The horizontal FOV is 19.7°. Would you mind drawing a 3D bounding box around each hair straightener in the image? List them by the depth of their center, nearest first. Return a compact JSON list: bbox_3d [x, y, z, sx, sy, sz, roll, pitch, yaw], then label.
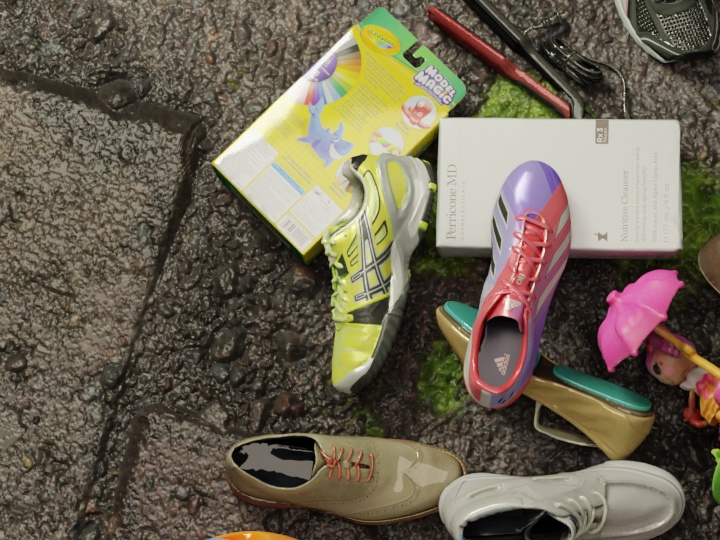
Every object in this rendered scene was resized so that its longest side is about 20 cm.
[{"bbox_3d":[0.155,-0.188,1.758,0.200,0.041,0.077,37,83,10],"label":"hair straightener"}]

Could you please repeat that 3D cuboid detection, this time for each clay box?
[{"bbox_3d":[-0.015,-0.115,1.749,0.200,0.048,0.115,-44,79,-7],"label":"clay box"}]

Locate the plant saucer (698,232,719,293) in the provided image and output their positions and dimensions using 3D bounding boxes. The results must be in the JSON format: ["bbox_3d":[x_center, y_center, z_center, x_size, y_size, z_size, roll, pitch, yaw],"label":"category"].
[{"bbox_3d":[0.367,0.004,1.631,0.200,0.200,0.032,18,117,7],"label":"plant saucer"}]

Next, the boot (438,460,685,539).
[{"bbox_3d":[0.165,0.198,1.629,0.199,0.096,0.074,-4,102,-3],"label":"boot"}]

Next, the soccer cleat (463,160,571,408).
[{"bbox_3d":[0.124,0.010,1.623,0.066,0.076,0.201,14,85,4],"label":"soccer cleat"}]

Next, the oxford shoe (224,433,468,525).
[{"bbox_3d":[-0.013,0.166,1.672,0.199,0.075,0.071,-1,75,2],"label":"oxford shoe"}]

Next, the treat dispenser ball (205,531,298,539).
[{"bbox_3d":[-0.084,0.300,1.582,0.200,0.201,0.202,-1,77,3],"label":"treat dispenser ball"}]

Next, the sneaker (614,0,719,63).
[{"bbox_3d":[0.243,-0.270,1.747,0.080,0.086,0.201,-24,78,0],"label":"sneaker"}]

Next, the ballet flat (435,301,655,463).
[{"bbox_3d":[0.141,0.096,1.687,0.200,0.069,0.063,28,110,12],"label":"ballet flat"}]

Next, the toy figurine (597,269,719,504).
[{"bbox_3d":[0.274,0.081,1.644,0.150,0.200,0.184,-47,59,-3],"label":"toy figurine"}]

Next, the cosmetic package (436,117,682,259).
[{"bbox_3d":[0.162,-0.067,1.705,0.199,0.081,0.113,-1,85,2],"label":"cosmetic package"}]

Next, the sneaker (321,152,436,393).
[{"bbox_3d":[0.000,0.000,1.694,0.076,0.075,0.201,15,85,-17],"label":"sneaker"}]
